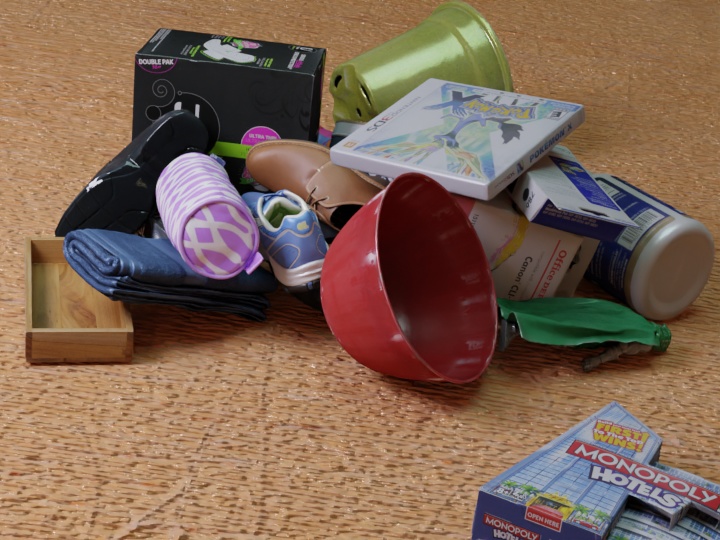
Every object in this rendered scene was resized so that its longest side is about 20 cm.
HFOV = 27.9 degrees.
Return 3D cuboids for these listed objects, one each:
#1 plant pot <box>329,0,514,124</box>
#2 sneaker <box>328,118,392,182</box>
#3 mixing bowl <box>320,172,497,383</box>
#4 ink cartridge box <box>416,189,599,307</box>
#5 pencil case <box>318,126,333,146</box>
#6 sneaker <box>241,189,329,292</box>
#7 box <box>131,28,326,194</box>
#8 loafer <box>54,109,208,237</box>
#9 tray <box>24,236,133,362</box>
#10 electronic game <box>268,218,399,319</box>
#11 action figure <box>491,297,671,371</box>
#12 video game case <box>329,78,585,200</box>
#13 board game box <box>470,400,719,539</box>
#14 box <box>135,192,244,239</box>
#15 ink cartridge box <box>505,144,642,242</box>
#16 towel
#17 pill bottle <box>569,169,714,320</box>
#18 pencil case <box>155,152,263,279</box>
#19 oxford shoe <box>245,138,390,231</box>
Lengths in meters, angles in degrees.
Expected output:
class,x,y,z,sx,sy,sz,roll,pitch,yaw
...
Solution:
class,x,y,z,sx,sy,sz,roll,pitch,yaw
plant pot,0.067,-0.225,1.866,0.183,0.202,0.200,-22,36,-25
sneaker,0.029,-0.100,1.586,0.199,0.109,0.070,14,-11,47
mixing bowl,0.033,0.021,1.363,0.108,0.202,0.200,-20,10,33
ink cartridge box,0.149,-0.020,1.483,0.198,0.117,0.068,16,30,-12
pencil case,-0.073,-0.151,1.773,0.088,0.089,0.199,-19,37,-42
sneaker,-0.078,-0.049,1.452,0.075,0.078,0.200,-20,27,-19
box,-0.146,-0.177,1.627,0.198,0.150,0.125,7,23,3
loafer,-0.242,-0.093,1.538,0.200,0.073,0.072,-40,20,2
tray,-0.277,0.026,1.412,0.098,0.037,0.200,1,27,-14
electronic game,0.000,0.000,1.523,0.198,0.042,0.201,12,28,-7
action figure,0.224,0.061,1.443,0.198,0.055,0.118,5,23,-19
video game case,0.099,-0.139,1.479,0.199,0.022,0.182,16,40,36
board game box,0.219,0.187,1.173,0.198,0.062,0.200,18,29,21
box,-0.162,-0.067,1.619,0.198,0.044,0.160,-11,31,-32
ink cartridge box,0.196,-0.079,1.450,0.099,0.040,0.200,13,23,-21
towel,-0.184,0.004,1.410,0.199,0.049,0.111,7,18,-42
pill bottle,0.280,-0.038,1.587,0.115,0.117,0.200,-11,31,-32
pencil case,-0.151,-0.054,1.423,0.086,0.084,0.200,45,4,-21
oxford shoe,-0.039,-0.084,1.540,0.198,0.072,0.071,22,33,13
